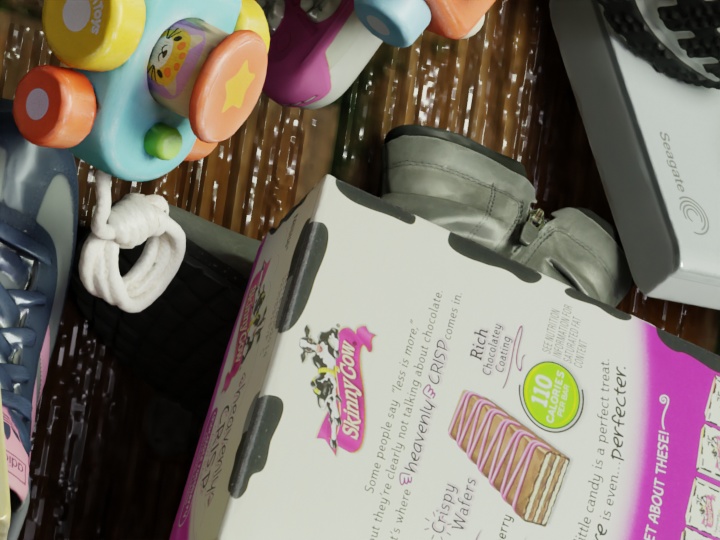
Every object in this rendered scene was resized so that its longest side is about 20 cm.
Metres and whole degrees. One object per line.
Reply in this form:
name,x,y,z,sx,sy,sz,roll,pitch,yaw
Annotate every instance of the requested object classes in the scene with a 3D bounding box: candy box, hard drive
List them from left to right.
candy box,0.049,0.075,0.932,0.200,0.061,0.136,25,58,-14
hard drive,0.168,-0.037,1.146,0.200,0.027,0.132,10,52,-38

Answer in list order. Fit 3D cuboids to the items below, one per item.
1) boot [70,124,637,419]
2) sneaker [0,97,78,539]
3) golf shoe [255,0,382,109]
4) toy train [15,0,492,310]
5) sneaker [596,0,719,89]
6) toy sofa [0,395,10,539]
boot,0.000,0.000,1.039,0.200,0.068,0.131,29,50,-17
sneaker,-0.119,0.040,0.929,0.070,0.082,0.200,22,76,-33
golf shoe,0.030,-0.132,1.053,0.092,0.075,0.200,40,68,-34
toy train,-0.013,-0.077,0.918,0.200,0.056,0.150,-48,140,-21
sneaker,0.112,-0.149,1.051,0.080,0.074,0.200,-58,134,-35
toy sofa,-0.198,0.062,0.830,0.200,0.098,0.083,-1,55,-13
